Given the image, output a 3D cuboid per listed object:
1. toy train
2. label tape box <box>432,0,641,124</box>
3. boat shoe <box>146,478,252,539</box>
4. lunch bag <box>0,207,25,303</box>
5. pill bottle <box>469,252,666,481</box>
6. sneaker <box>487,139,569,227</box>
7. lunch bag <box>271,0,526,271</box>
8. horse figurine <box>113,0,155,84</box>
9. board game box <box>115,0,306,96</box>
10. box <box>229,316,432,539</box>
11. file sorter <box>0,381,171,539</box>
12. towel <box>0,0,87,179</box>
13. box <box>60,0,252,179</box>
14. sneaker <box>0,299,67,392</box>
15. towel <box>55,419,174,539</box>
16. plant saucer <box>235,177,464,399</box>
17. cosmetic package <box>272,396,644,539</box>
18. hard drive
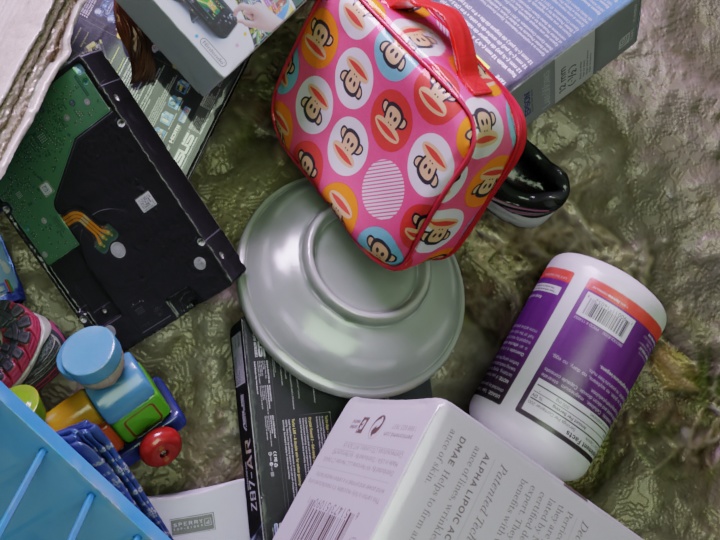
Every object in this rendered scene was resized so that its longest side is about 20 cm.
[{"bbox_3d":[-0.239,0.132,0.733,0.199,0.085,0.116,-35,138,-10],"label":"toy train"},{"bbox_3d":[0.112,-0.196,0.820,0.199,0.066,0.144,-37,62,-8],"label":"label tape box"},{"bbox_3d":[-0.117,0.204,0.795,0.197,0.057,0.070,0,78,-14],"label":"boat shoe"},{"bbox_3d":[-0.364,-0.012,0.749,0.198,0.094,0.152,-26,92,-24],"label":"lunch bag"},{"bbox_3d":[0.166,0.094,0.826,0.112,0.112,0.202,32,83,-8],"label":"pill bottle"},{"bbox_3d":[0.095,-0.107,0.833,0.197,0.086,0.081,22,82,-9],"label":"sneaker"},{"bbox_3d":[0.026,-0.122,0.730,0.081,0.177,0.201,-12,55,-41],"label":"lunch bag"},{"bbox_3d":[-0.121,-0.236,0.767,0.200,0.050,0.133,-42,99,-15],"label":"horse figurine"},{"bbox_3d":[-0.091,-0.253,0.721,0.148,0.064,0.200,47,70,-14],"label":"board game box"},{"bbox_3d":[-0.016,0.135,0.790,0.158,0.043,0.203,-3,77,-23],"label":"box"},{"bbox_3d":[-0.233,0.205,0.645,0.138,0.123,0.201,-31,113,23],"label":"file sorter"},{"bbox_3d":[-0.277,-0.133,0.720,0.034,0.131,0.202,44,54,-43],"label":"towel"},{"bbox_3d":[-0.171,-0.191,0.803,0.160,0.049,0.202,26,82,-10],"label":"box"},{"bbox_3d":[-0.306,0.115,0.755,0.199,0.075,0.081,-41,62,2],"label":"sneaker"},{"bbox_3d":[-0.208,0.206,0.723,0.143,0.024,0.202,-19,116,15],"label":"towel"},{"bbox_3d":[0.000,0.000,0.788,0.197,0.050,0.203,9,60,-16],"label":"plant saucer"},{"bbox_3d":[0.060,0.210,0.686,0.199,0.164,0.166,35,72,-16],"label":"cosmetic package"},{"bbox_3d":[-0.197,-0.047,0.758,0.139,0.038,0.201,-30,101,22],"label":"hard drive"}]
